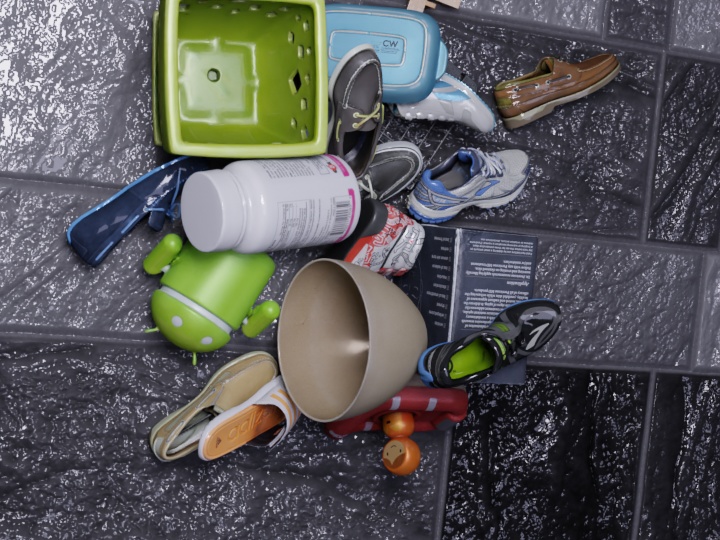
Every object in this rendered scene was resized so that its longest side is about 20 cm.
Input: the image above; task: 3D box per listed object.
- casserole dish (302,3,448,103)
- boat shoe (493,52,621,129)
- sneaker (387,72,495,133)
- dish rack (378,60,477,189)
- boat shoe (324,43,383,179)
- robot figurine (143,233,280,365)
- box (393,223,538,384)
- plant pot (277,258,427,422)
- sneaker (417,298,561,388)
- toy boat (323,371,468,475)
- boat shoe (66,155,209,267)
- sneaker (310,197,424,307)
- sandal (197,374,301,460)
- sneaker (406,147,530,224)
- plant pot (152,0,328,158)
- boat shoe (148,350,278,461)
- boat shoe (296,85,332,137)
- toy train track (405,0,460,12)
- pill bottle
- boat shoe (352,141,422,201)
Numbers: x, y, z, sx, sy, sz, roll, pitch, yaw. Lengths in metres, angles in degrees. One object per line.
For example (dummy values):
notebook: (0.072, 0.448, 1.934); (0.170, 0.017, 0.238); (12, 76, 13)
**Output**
casserole dish: (0.011, -0.278, 1.517); (0.199, 0.039, 0.121); (7, 91, 6)
boat shoe: (0.283, -0.274, 1.711); (0.200, 0.072, 0.068); (-29, 105, -17)
sneaker: (0.086, -0.229, 1.585); (0.200, 0.077, 0.081); (29, 92, -13)
dish rack: (0.059, -0.218, 1.639); (0.153, 0.055, 0.200); (35, 83, -19)
boat shoe: (-0.001, -0.193, 1.479); (0.072, 0.201, 0.061); (-23, 62, -22)
robot figurine: (-0.187, 0.016, 1.525); (0.175, 0.116, 0.200); (35, 81, -15)
box: (0.133, 0.041, 1.608); (0.124, 0.200, 0.197); (5, 93, -21)
plant pot: (0.004, 0.088, 1.506); (0.134, 0.200, 0.201); (3, 93, -37)
sneaker: (0.168, 0.097, 1.475); (0.199, 0.083, 0.071); (-24, 103, -18)
toy boat: (0.049, 0.211, 1.614); (0.200, 0.131, 0.131); (4, 65, -21)
boat shoe: (-0.270, -0.075, 1.511); (0.200, 0.084, 0.069); (-34, 87, -2)
sneaker: (0.001, 0.000, 1.597); (0.108, 0.067, 0.201); (22, 117, -35)
sandal: (-0.126, 0.202, 1.548); (0.207, 0.059, 0.079); (-30, 138, -50)
sneaker: (0.160, -0.130, 1.647); (0.200, 0.085, 0.077); (-24, 59, -27)
plant pot: (-0.161, -0.239, 1.480); (0.199, 0.181, 0.201); (-2, 95, -21)
boat shoe: (-0.182, 0.183, 1.563); (0.200, 0.076, 0.072); (-42, 107, -14)
boat shoe: (-0.056, -0.222, 1.583); (0.070, 0.066, 0.200); (11, 95, -25)
toy train track: (0.043, -0.401, 1.630); (0.200, 0.033, 0.115); (18, 95, -16)
pill bottle: (-0.109, -0.080, 1.453); (0.200, 0.113, 0.114); (-8, 98, -39)
boat shoe: (-0.004, -0.104, 1.586); (0.200, 0.064, 0.071); (-28, 114, 1)
